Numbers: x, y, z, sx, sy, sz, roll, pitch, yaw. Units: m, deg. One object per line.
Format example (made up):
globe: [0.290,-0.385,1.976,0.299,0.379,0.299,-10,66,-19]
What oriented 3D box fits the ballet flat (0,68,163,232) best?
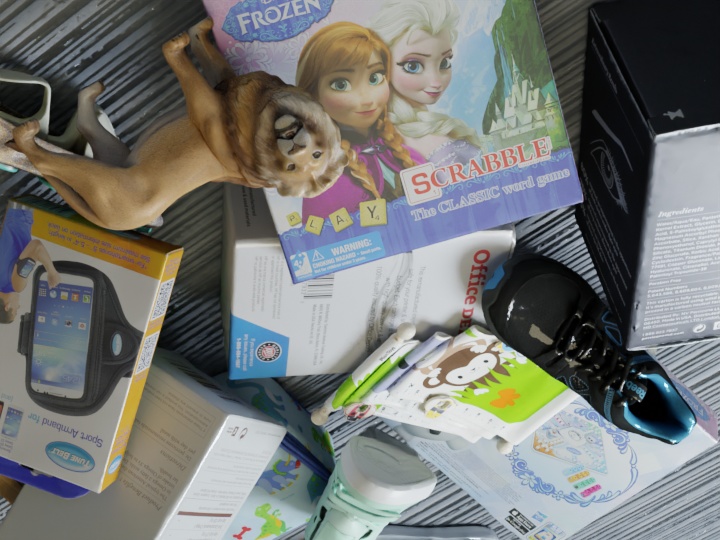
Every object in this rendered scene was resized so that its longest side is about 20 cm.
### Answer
ballet flat: [-0.205,-0.087,0.915,0.200,0.068,0.067,23,98,-33]

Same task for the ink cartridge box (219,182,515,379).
ink cartridge box: [0.000,0.000,1.027,0.199,0.084,0.145,-2,135,-10]

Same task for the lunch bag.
lunch bag: [-0.131,0.176,1.180,0.200,0.083,0.161,-29,131,15]

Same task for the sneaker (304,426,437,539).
sneaker: [0.000,0.191,1.079,0.074,0.200,0.118,29,90,4]

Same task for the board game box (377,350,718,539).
board game box: [0.151,0.118,1.147,0.200,0.043,0.199,41,123,-13]

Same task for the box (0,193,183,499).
box: [-0.207,0.061,0.963,0.119,0.041,0.201,19,99,7]

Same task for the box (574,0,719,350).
box: [0.219,-0.068,0.962,0.104,0.148,0.200,-8,136,-4]

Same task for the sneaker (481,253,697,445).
sneaker: [0.170,0.057,1.005,0.200,0.082,0.073,36,90,-30]

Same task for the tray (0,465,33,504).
tray: [-0.282,0.090,1.043,0.037,0.099,0.200,-4,141,27]

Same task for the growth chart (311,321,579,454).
growth chart: [0.080,0.088,1.065,0.200,0.018,0.145,14,134,-28]

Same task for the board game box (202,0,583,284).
board game box: [0.022,-0.113,0.890,0.199,0.041,0.200,-17,108,4]

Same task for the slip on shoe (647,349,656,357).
slip on shoe: [0.192,0.115,1.202,0.061,0.074,0.200,19,131,-1]

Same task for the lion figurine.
lion figurine: [-0.113,-0.072,0.853,0.200,0.072,0.123,-24,104,22]

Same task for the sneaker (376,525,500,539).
sneaker: [0.044,0.288,1.334,0.199,0.071,0.073,-4,135,-8]

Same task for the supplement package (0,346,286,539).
supplement package: [-0.168,0.169,1.045,0.200,0.117,0.117,-58,159,1]
